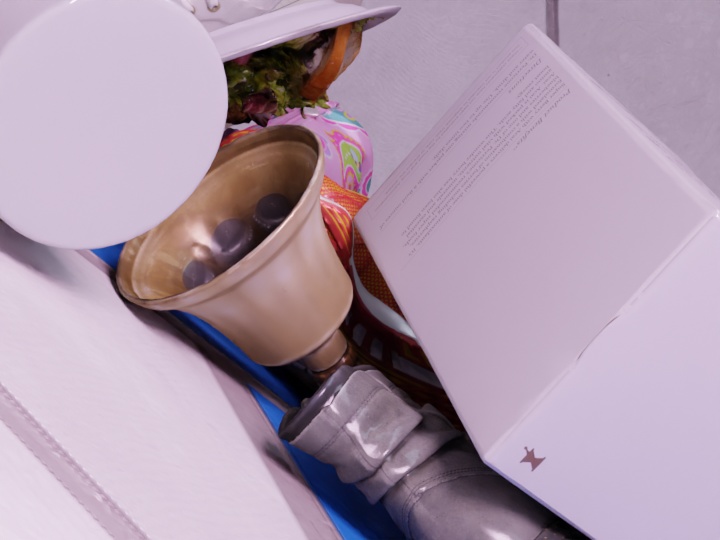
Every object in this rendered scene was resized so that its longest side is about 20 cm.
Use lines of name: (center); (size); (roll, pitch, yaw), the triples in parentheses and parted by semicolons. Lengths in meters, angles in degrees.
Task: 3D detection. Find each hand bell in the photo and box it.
hand bell: (-0.007, 0.044, 0.748); (0.201, 0.104, 0.104); (53, -5, -29)

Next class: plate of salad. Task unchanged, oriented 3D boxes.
plate of salad: (-0.071, -0.079, 0.787); (0.200, 0.198, 0.049); (-118, -171, -85)

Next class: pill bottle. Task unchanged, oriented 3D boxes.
pill bottle: (-0.135, -0.095, 0.649); (0.114, 0.114, 0.200); (38, 3, -42)

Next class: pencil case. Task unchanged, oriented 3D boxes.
pencil case: (-0.051, -0.047, 0.934); (0.087, 0.088, 0.200); (40, 19, 4)

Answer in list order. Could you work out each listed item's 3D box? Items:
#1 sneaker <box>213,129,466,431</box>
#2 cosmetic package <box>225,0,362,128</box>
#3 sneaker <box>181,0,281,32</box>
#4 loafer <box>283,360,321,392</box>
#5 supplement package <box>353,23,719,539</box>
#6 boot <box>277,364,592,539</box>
sneaker: (0.000, 0.000, 0.812); (0.200, 0.072, 0.078); (46, 39, -30)
cosmetic package: (-0.104, -0.133, 0.961); (0.103, 0.199, 0.074); (43, -42, 22)
sneaker: (-0.117, -0.121, 0.805); (0.085, 0.198, 0.073); (-77, 146, -69)
loafer: (-0.017, 0.023, 0.925); (0.075, 0.068, 0.200); (40, 2, -13)
supplement package: (0.097, 0.011, 0.684); (0.119, 0.121, 0.200); (37, 13, -28)
boot: (0.044, 0.086, 0.693); (0.131, 0.068, 0.200); (43, 5, 16)
